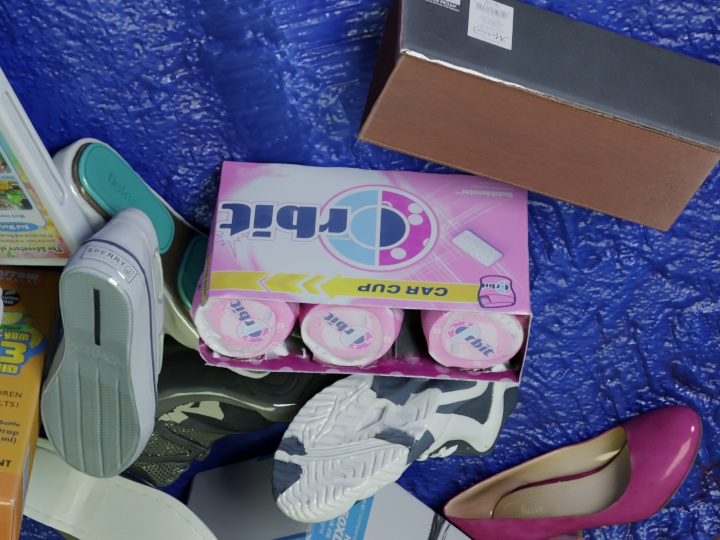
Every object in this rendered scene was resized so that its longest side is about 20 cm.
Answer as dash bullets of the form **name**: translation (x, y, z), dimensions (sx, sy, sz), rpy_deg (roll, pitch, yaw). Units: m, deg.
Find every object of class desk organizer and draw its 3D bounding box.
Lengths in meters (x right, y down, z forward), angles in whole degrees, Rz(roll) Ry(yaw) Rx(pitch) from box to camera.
- **desk organizer**: translation (0.103, -0.095, 1.220), dimensions (0.200, 0.072, 0.077), rpy_deg (16, 137, -13)

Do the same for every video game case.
- **video game case**: translation (-0.275, -0.071, 1.263), dimensions (0.200, 0.024, 0.182), rpy_deg (1, 139, 24)

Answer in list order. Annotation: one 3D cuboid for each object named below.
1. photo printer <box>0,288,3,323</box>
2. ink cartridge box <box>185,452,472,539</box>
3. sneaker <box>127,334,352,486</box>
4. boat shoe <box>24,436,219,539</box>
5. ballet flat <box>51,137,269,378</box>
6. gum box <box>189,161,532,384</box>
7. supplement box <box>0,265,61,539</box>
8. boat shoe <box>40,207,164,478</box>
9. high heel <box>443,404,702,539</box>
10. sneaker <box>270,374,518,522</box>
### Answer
- **photo printer**: translation (-0.336, 0.006, 1.308), dimensions (0.200, 0.069, 0.166), rpy_deg (-15, 129, 43)
- **ink cartridge box**: translation (-0.012, 0.212, 1.517), dimensions (0.145, 0.084, 0.200), rpy_deg (-19, 134, 40)
- **sneaker**: translation (-0.098, 0.086, 1.421), dimensions (0.199, 0.076, 0.114), rpy_deg (-8, 152, -3)
- **boat shoe**: translation (-0.156, 0.177, 1.465), dimensions (0.202, 0.072, 0.060), rpy_deg (29, 178, 23)
- **ballet flat**: translation (-0.130, -0.004, 1.336), dimensions (0.069, 0.069, 0.200), rpy_deg (-27, 121, 28)
- **gum box**: translation (0.000, 0.000, 1.292), dimensions (0.200, 0.114, 0.066), rpy_deg (3, 136, 0)
- **supplement box**: translation (-0.231, 0.085, 1.330), dimensions (0.066, 0.200, 0.069), rpy_deg (7, 132, -4)
- **boat shoe**: translation (-0.144, 0.047, 1.297), dimensions (0.074, 0.067, 0.200), rpy_deg (25, 138, 7)
- **high heel**: translation (0.145, 0.142, 1.461), dimensions (0.096, 0.067, 0.200), rpy_deg (15, 139, -27)
- **sneaker**: translation (0.035, 0.103, 1.380), dimensions (0.079, 0.199, 0.130), rpy_deg (30, 162, 31)
